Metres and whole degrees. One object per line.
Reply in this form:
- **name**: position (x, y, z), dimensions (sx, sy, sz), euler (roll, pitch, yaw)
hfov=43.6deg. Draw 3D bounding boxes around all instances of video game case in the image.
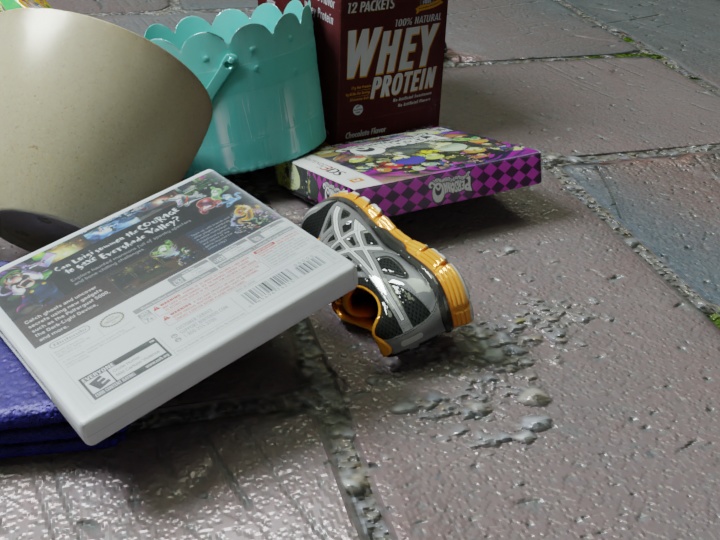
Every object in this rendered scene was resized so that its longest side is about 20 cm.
- **video game case**: position (-0.133, 0.010, 0.599), dimensions (0.199, 0.023, 0.181), euler (-31, 44, -28)
- **video game case**: position (0.041, -0.098, 0.867), dimensions (0.199, 0.036, 0.181), euler (-13, 22, -24)

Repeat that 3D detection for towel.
- **towel**: position (-0.220, 0.054, 0.622), dimensions (0.146, 0.050, 0.200), euler (-9, 32, -4)

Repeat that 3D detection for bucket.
- **bucket**: position (-0.131, -0.182, 0.897), dimensions (0.205, 0.136, 0.207), euler (-9, 21, 3)

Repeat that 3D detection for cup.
- **cup**: position (-0.232, -0.091, 0.730), dimensions (0.199, 0.201, 0.144), euler (7, 69, 7)

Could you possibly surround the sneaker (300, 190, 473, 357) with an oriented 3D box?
- **sneaker**: position (0.000, 0.000, 0.701), dimensions (0.077, 0.079, 0.200), euler (-34, 35, -17)

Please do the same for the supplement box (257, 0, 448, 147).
- **supplement box**: position (-0.014, -0.252, 0.993), dimensions (0.132, 0.201, 0.197), euler (-15, 35, -26)

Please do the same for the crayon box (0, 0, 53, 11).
- **crayon box**: position (-0.344, -0.242, 0.956), dimensions (0.200, 0.058, 0.119), euler (46, 7, 5)

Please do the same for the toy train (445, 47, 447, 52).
- **toy train**: position (0.067, -0.287, 1.217), dimensions (0.056, 0.042, 0.200), euler (23, 35, 14)

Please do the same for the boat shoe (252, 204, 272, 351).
- **boat shoe**: position (-0.082, -0.004, 0.704), dimensions (0.071, 0.073, 0.200), euler (-5, 25, -10)
